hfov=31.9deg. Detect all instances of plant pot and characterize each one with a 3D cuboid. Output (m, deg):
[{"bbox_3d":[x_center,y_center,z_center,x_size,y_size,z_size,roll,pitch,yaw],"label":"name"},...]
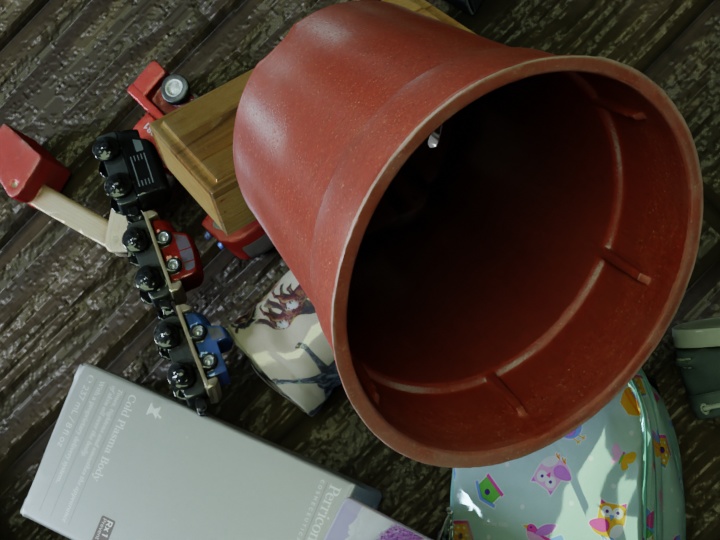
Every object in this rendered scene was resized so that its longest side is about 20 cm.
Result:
[{"bbox_3d":[0.035,-0.039,0.644,0.201,0.201,0.195,-47,37,1],"label":"plant pot"}]

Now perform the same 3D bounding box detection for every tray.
[{"bbox_3d":[-0.025,-0.106,0.795,0.198,0.037,0.099,-31,43,-14],"label":"tray"}]

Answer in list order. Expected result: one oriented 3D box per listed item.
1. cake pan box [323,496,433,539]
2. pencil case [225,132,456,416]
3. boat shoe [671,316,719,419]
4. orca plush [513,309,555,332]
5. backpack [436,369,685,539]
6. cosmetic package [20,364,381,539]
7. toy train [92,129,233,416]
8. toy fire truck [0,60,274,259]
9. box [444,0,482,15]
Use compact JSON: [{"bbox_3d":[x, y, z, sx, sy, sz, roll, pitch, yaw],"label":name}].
[{"bbox_3d":[0.026,0.243,0.626,0.182,0.052,0.202,23,76,27],"label":"cake pan box"},{"bbox_3d":[0.000,0.000,0.802,0.200,0.078,0.089,-46,56,1],"label":"pencil case"},{"bbox_3d":[0.269,0.059,0.705,0.198,0.072,0.063,-1,96,43],"label":"boat shoe"},{"bbox_3d":[0.153,-0.012,0.746,0.071,0.200,0.105,40,134,1],"label":"orca plush"},{"bbox_3d":[0.120,0.138,0.722,0.164,0.127,0.204,1,76,17],"label":"backpack"},{"bbox_3d":[-0.097,0.147,0.792,0.197,0.090,0.108,19,81,19],"label":"cosmetic package"},{"bbox_3d":[-0.122,-0.004,0.796,0.045,0.034,0.202,-18,68,-9],"label":"toy train"},{"bbox_3d":[-0.147,-0.061,0.863,0.200,0.049,0.141,43,91,16],"label":"toy fire truck"},{"bbox_3d":[0.046,-0.310,0.839,0.181,0.104,0.202,32,88,18],"label":"box"}]
